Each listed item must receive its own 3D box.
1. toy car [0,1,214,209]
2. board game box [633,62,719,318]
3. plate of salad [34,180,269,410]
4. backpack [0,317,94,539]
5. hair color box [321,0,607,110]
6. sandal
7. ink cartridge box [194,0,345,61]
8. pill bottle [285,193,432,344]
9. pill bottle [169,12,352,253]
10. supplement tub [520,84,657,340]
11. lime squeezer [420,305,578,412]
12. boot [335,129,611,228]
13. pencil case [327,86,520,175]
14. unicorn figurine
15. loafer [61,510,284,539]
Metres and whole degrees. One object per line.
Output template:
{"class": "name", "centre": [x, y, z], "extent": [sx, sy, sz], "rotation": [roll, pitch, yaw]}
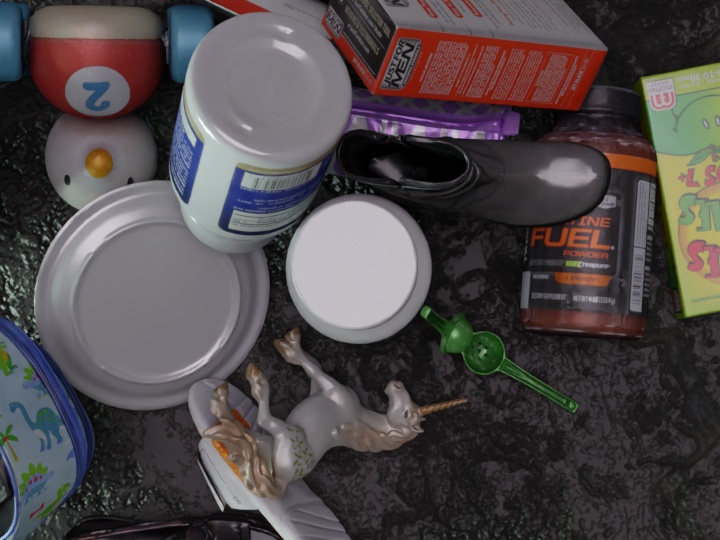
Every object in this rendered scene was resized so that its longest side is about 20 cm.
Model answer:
{"class": "toy car", "centre": [-0.213, -0.116, 1.186], "extent": [0.182, 0.177, 0.203], "rotation": [-1, 100, -9]}
{"class": "board game box", "centre": [0.298, -0.069, 1.208], "extent": [0.100, 0.048, 0.203], "rotation": [-10, 87, 2]}
{"class": "plate of salad", "centre": [-0.173, 0.020, 1.206], "extent": [0.198, 0.048, 0.202], "rotation": [-7, 110, -18]}
{"class": "backpack", "centre": [-0.305, 0.133, 1.154], "extent": [0.200, 0.147, 0.184], "rotation": [-36, 86, 43]}
{"class": "hair color box", "centre": [0.081, -0.181, 1.114], "extent": [0.198, 0.102, 0.062], "rotation": [1, 129, -31]}
{"class": "sandal", "centre": [-0.088, 0.185, 1.199], "extent": [0.059, 0.079, 0.207], "rotation": [-43, 78, 27]}
{"class": "ink cartridge box", "centre": [-0.087, -0.221, 1.158], "extent": [0.161, 0.200, 0.058], "rotation": [25, 92, 3]}
{"class": "pill bottle", "centre": [0.000, 0.000, 1.143], "extent": [0.114, 0.200, 0.117], "rotation": [0, 87, 3]}
{"class": "pill bottle", "centre": [-0.082, -0.092, 1.086], "extent": [0.118, 0.200, 0.121], "rotation": [5, 67, -12]}
{"class": "supplement tub", "centre": [0.188, -0.046, 1.184], "extent": [0.106, 0.107, 0.203], "rotation": [4, 87, 3]}
{"class": "lime squeezer", "centre": [0.095, 0.067, 1.188], "extent": [0.199, 0.071, 0.038], "rotation": [34, 102, -38]}
{"class": "boot", "centre": [0.088, -0.071, 1.089], "extent": [0.197, 0.132, 0.071], "rotation": [-2, 87, 11]}
{"class": "pencil case", "centre": [0.029, -0.117, 1.205], "extent": [0.197, 0.086, 0.085], "rotation": [7, 56, 1]}
{"class": "unicorn figurine", "centre": [-0.034, 0.117, 1.194], "extent": [0.199, 0.074, 0.138], "rotation": [-38, 92, -25]}
{"class": "loafer", "centre": [-0.155, 0.240, 1.208], "extent": [0.197, 0.063, 0.073], "rotation": [1, 88, 3]}
